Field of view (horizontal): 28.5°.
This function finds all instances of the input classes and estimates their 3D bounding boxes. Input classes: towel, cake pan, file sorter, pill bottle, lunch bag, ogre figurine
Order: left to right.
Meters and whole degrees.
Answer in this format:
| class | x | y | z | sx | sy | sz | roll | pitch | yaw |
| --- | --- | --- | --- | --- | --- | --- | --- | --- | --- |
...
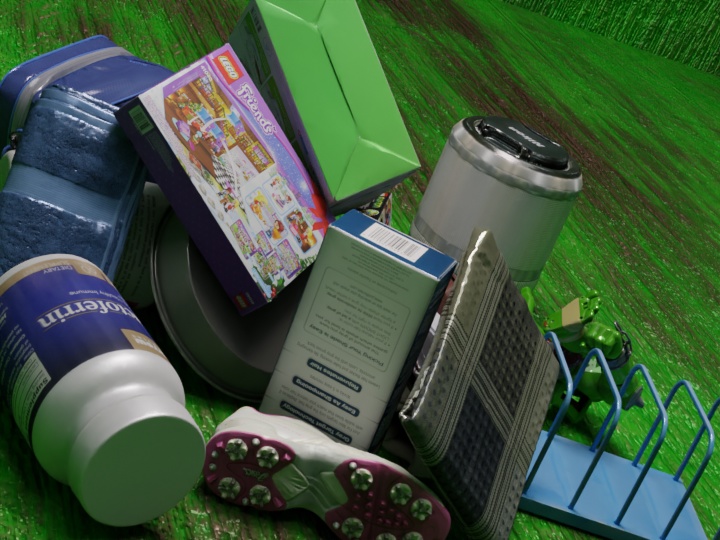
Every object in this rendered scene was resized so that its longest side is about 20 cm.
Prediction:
| class | x | y | z | sx | sy | sz | roll | pitch | yaw |
| --- | --- | --- | --- | --- | --- | --- | --- | --- | --- |
| towel | -0.243 | -0.045 | 1.162 | 0.111 | 0.202 | 0.048 | 23 | -14 | -22 |
| lunch bag | -0.283 | -0.144 | 1.423 | 0.131 | 0.137 | 0.200 | 27 | 32 | 20 |
| pill bottle | -0.196 | 0.085 | 1.024 | 0.115 | 0.117 | 0.200 | 5 | 29 | -39 |
| pill bottle | -0.228 | -0.029 | 1.259 | 0.198 | 0.114 | 0.114 | 13 | 23 | -24 |
| cake pan | -0.096 | 0.014 | 1.239 | 0.199 | 0.037 | 0.202 | 25 | 54 | -39 |
| towel | 0.096 | 0.098 | 1.135 | 0.034 | 0.193 | 0.201 | -2 | 47 | 32 |
| ogre figurine | 0.209 | 0.083 | 1.425 | 0.120 | 0.199 | 0.099 | 52 | 51 | -27 |
| file sorter | 0.241 | 0.159 | 1.289 | 0.198 | 0.124 | 0.139 | 20 | 22 | -10 |

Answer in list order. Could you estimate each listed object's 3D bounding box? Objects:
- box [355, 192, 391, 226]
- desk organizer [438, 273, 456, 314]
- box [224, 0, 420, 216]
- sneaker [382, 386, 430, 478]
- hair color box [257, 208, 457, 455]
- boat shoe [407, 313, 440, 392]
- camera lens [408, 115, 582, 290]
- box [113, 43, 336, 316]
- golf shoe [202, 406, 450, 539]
| class | x | y | z | sx | sy | sz | roll | pitch | yaw |
| --- | --- | --- | --- | --- | --- | --- | --- | --- | --- |
| box | 0.000 | 0.000 | 1.425 | 0.034 | 0.111 | 0.200 | 4 | 20 | 8 |
| desk organizer | 0.077 | 0.045 | 1.444 | 0.072 | 0.077 | 0.200 | 55 | 2 | -8 |
| box | -0.044 | -0.155 | 1.343 | 0.096 | 0.202 | 0.176 | -21 | -3 | -16 |
| sneaker | 0.044 | 0.114 | 1.260 | 0.098 | 0.079 | 0.200 | 6 | 25 | -27 |
| hair color box | -0.007 | 0.064 | 1.145 | 0.099 | 0.202 | 0.060 | 27 | 22 | 11 |
| boat shoe | 0.032 | 0.062 | 1.240 | 0.066 | 0.071 | 0.200 | -17 | 35 | -18 |
| camera lens | 0.147 | -0.061 | 1.598 | 0.158 | 0.202 | 0.160 | 20 | 21 | -8 |
| box | -0.108 | -0.080 | 1.212 | 0.201 | 0.039 | 0.137 | 59 | 39 | -9 |
| golf shoe | -0.022 | 0.155 | 1.098 | 0.198 | 0.076 | 0.092 | 22 | 18 | -6 |
